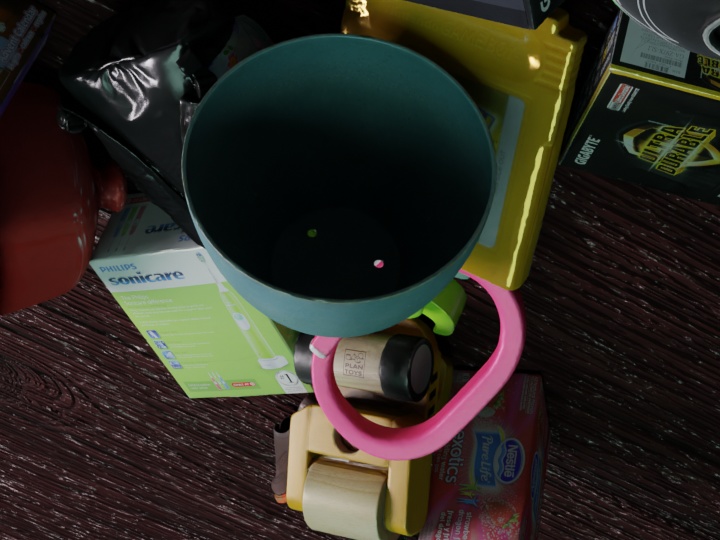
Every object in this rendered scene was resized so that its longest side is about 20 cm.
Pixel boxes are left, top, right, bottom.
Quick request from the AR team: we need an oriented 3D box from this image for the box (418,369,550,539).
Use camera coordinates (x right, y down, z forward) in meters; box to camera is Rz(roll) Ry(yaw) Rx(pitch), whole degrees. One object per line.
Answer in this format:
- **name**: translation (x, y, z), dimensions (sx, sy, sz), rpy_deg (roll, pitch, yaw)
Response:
- **box**: translation (0.120, 0.204, 1.126), dimensions (0.094, 0.202, 0.101), rpy_deg (1, 139, 18)

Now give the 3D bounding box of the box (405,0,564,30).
- **box**: translation (0.018, -0.249, 0.680), dimensions (0.198, 0.050, 0.200), rpy_deg (26, 149, 40)

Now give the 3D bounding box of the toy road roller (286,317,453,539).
- **toy road roller**: translation (0.020, 0.137, 1.100), dimensions (0.121, 0.204, 0.145), rpy_deg (6, -178, 28)

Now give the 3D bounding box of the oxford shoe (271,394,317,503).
- **oxford shoe**: translation (-0.063, 0.193, 1.307), dimensions (0.073, 0.071, 0.200), rpy_deg (47, 143, 8)

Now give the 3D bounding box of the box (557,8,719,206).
- **box**: translation (0.224, -0.098, 0.791), dimensions (0.157, 0.050, 0.200), rpy_deg (13, 169, 2)

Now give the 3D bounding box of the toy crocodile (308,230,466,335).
- **toy crocodile**: translation (0.000, 0.000, 1.035), dimensions (0.197, 0.068, 0.062), rpy_deg (18, 146, -7)

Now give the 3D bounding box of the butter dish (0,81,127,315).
- **butter dish**: translation (-0.269, -0.065, 1.006), dimensions (0.145, 0.202, 0.201), rpy_deg (-7, 154, -21)

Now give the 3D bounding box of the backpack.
- **backpack**: translation (-0.111, -0.109, 0.910), dimensions (0.165, 0.128, 0.201), rpy_deg (-1, 139, 39)

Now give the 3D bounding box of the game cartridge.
- **game cartridge**: translation (0.057, -0.106, 0.839), dimensions (0.174, 0.032, 0.203), rpy_deg (25, 128, 23)

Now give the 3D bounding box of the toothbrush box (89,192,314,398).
- **toothbrush box**: translation (-0.131, 0.022, 1.101), dimensions (0.143, 0.087, 0.201), rpy_deg (-6, 136, 26)

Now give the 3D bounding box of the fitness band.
- **fitness band**: translation (0.044, 0.064, 0.963), dimensions (0.143, 0.037, 0.200), rpy_deg (40, 113, -3)

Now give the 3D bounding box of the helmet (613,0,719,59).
- **helmet**: translation (0.197, -0.209, 0.624), dimensions (0.196, 0.204, 0.191), rpy_deg (7, 166, 12)

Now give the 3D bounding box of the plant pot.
- **plant pot**: translation (-0.016, -0.036, 0.803), dimensions (0.196, 0.203, 0.135), rpy_deg (13, 150, 5)

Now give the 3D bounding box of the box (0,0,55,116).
- **box**: translation (-0.326, -0.150, 0.881), dimensions (0.135, 0.202, 0.039), rpy_deg (28, 140, -14)

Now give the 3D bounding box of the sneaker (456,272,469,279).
- **sneaker**: translation (0.036, -0.074, 0.932), dimensions (0.137, 0.079, 0.202), rpy_deg (13, 140, 4)

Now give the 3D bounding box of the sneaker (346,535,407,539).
- **sneaker**: translation (0.017, 0.285, 1.333), dimensions (0.075, 0.115, 0.201), rpy_deg (8, 138, 9)
